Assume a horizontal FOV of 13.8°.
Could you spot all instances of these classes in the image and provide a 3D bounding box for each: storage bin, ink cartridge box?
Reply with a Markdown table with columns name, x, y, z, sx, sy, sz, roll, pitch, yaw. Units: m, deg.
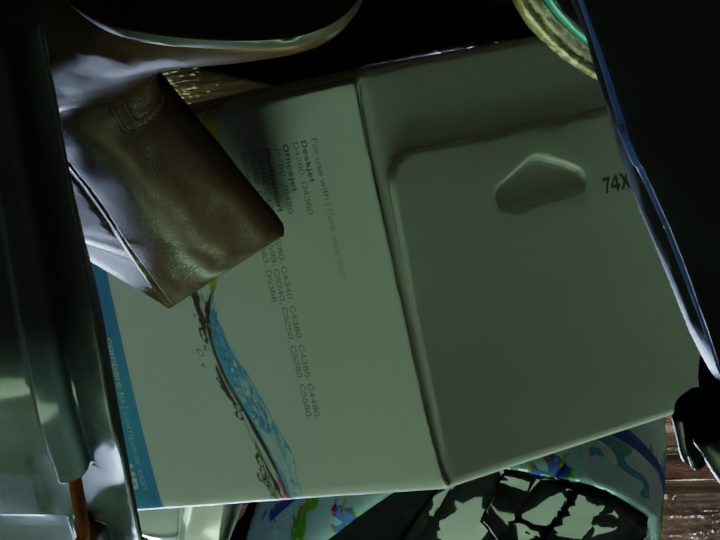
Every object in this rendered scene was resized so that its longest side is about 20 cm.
| name | x | y | z | sx | sy | sz | roll | pitch | yaw |
| --- | --- | --- | --- | --- | --- | --- | --- | --- | --- |
| storage bin | -0.141 | 0.035 | 0.888 | 0.134 | 0.146 | 0.200 | -11 | 160 | -4 |
| ink cartridge box | 0.000 | 0.000 | 1.102 | 0.147 | 0.146 | 0.200 | -14 | -176 | -41 |

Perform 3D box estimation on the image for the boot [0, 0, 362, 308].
| name | x | y | z | sx | sy | sz | roll | pitch | yaw |
| --- | --- | --- | --- | --- | --- | --- | --- | --- | --- |
| boot | -0.054 | -0.048 | 0.947 | 0.186 | 0.064 | 0.200 | 12 | 152 | 27 |

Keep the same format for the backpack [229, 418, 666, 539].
| name | x | y | z | sx | sy | sz | roll | pitch | yaw |
| --- | --- | --- | --- | --- | --- | --- | --- | --- | --- |
| backpack | 0.049 | 0.097 | 1.274 | 0.163 | 0.154 | 0.200 | 21 | 158 | -11 |

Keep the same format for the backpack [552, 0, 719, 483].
| name | x | y | z | sx | sy | sz | roll | pitch | yaw |
| --- | --- | --- | --- | --- | --- | --- | --- | --- | --- |
| backpack | 0.149 | -0.048 | 0.780 | 0.135 | 0.183 | 0.200 | -23 | 175 | 29 |

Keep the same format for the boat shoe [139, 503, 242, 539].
| name | x | y | z | sx | sy | sz | roll | pitch | yaw |
| --- | --- | --- | --- | --- | --- | --- | --- | --- | --- |
| boat shoe | -0.079 | 0.028 | 1.309 | 0.068 | 0.200 | 0.072 | 10 | -153 | 8 |

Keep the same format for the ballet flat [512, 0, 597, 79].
| name | x | y | z | sx | sy | sz | roll | pitch | yaw |
| --- | --- | --- | --- | --- | --- | --- | --- | --- | --- |
| ballet flat | 0.113 | -0.082 | 0.925 | 0.200 | 0.071 | 0.065 | 11 | -178 | -33 |
